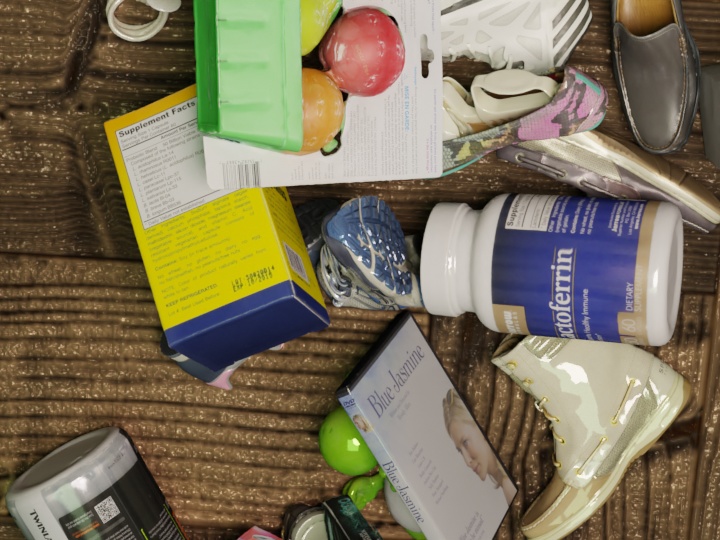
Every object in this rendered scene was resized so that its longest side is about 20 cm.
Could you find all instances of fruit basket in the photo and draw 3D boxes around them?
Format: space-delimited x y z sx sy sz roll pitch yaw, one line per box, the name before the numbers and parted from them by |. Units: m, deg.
fruit basket | -0.029 -0.159 1.040 0.199 0.094 0.186 -7 100 -29

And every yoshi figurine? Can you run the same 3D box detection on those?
yoshi figurine | 0.025 0.185 1.196 0.112 0.112 0.201 -26 99 15

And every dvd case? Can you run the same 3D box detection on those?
dvd case | 0.062 0.149 1.168 0.017 0.143 0.201 -25 103 33

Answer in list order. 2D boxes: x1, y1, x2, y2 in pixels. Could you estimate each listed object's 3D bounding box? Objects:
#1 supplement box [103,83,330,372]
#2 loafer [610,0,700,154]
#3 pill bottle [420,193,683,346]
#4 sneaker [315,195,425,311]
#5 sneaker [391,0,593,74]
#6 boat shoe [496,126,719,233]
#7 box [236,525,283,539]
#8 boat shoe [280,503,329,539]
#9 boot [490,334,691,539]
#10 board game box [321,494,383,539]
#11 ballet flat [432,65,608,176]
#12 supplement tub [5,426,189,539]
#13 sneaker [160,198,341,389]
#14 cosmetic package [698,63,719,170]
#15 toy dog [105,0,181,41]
supplement box | -0.115 -0.037 1.101 0.108 0.110 0.201 -21 72 8
loafer | 0.230 -0.190 1.101 0.072 0.072 0.201 -5 101 26
pill bottle | 0.155 -0.003 1.109 0.199 0.116 0.116 4 105 20
sneaker | 0.000 0.000 1.113 0.085 0.200 0.077 -14 70 16
sneaker | 0.099 -0.181 1.115 0.200 0.076 0.116 -27 99 6
boat shoe | 0.207 -0.078 1.142 0.199 0.072 0.065 27 109 0
box | -0.077 0.342 1.200 0.102 0.095 0.201 18 126 36
boat shoe | -0.013 0.303 1.250 0.071 0.061 0.202 -27 106 -17
boot | 0.169 0.128 1.191 0.154 0.072 0.200 39 97 -8
board game box | 0.008 0.305 1.151 0.028 0.135 0.201 -11 103 -12
ballet flat | 0.101 -0.128 1.094 0.199 0.069 0.071 -11 139 40
supplement tub | -0.216 0.251 1.212 0.122 0.123 0.201 -26 101 8
sneaker | -0.078 0.022 1.189 0.200 0.070 0.082 -40 125 8
cosmetic package | 0.332 -0.116 1.059 0.106 0.200 0.091 -8 102 7
toy dog | -0.122 -0.242 1.099 0.199 0.096 0.133 5 104 1
